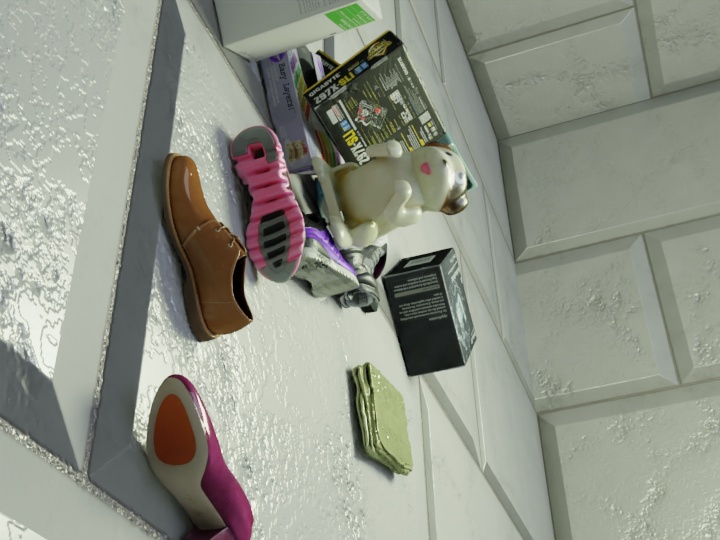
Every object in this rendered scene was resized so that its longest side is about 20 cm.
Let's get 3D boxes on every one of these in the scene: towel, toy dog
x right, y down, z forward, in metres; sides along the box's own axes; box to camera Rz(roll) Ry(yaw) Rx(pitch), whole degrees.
[{"bbox_3d":[0.035,0.237,1.548,0.200,0.036,0.149,47,32,-59],"label":"towel"},{"bbox_3d":[0.058,-0.108,1.410,0.194,0.199,0.140,52,21,-59],"label":"toy dog"}]

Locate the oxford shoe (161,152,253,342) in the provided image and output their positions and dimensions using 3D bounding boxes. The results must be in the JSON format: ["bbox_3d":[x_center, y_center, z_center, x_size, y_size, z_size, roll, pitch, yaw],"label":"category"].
[{"bbox_3d":[-0.157,-0.031,1.034,0.071,0.071,0.201,-22,97,-73],"label":"oxford shoe"}]

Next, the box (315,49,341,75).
[{"bbox_3d":[0.004,-0.264,1.626,0.200,0.049,0.160,42,-3,38],"label":"box"}]

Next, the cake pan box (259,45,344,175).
[{"bbox_3d":[-0.088,-0.246,1.494,0.184,0.052,0.202,-8,86,-77],"label":"cake pan box"}]

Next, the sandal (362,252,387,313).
[{"bbox_3d":[0.023,-0.021,1.695,0.075,0.048,0.202,50,31,-58],"label":"sandal"}]

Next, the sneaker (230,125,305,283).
[{"bbox_3d":[-0.110,-0.081,1.256,0.095,0.078,0.202,54,26,-80],"label":"sneaker"}]

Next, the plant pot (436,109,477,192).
[{"bbox_3d":[0.078,-0.235,1.826,0.196,0.195,0.201,44,26,-63],"label":"plant pot"}]

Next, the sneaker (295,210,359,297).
[{"bbox_3d":[-0.058,-0.031,1.381,0.200,0.069,0.100,43,34,-64],"label":"sneaker"}]

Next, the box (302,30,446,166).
[{"bbox_3d":[0.026,-0.233,1.462,0.049,0.159,0.200,55,1,42],"label":"box"}]

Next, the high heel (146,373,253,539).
[{"bbox_3d":[-0.143,0.178,0.908,0.096,0.067,0.202,-40,130,-62],"label":"high heel"}]

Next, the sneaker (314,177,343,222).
[{"bbox_3d":[-0.016,-0.107,1.574,0.200,0.080,0.077,34,46,-66],"label":"sneaker"}]

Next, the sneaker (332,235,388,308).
[{"bbox_3d":[0.000,0.000,1.558,0.200,0.075,0.115,-7,84,-69],"label":"sneaker"}]

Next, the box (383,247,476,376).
[{"bbox_3d":[0.140,0.077,1.903,0.197,0.117,0.201,-41,117,-73],"label":"box"}]

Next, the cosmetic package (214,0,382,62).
[{"bbox_3d":[-0.085,-0.357,1.316,0.108,0.199,0.085,0,75,-71],"label":"cosmetic package"}]
